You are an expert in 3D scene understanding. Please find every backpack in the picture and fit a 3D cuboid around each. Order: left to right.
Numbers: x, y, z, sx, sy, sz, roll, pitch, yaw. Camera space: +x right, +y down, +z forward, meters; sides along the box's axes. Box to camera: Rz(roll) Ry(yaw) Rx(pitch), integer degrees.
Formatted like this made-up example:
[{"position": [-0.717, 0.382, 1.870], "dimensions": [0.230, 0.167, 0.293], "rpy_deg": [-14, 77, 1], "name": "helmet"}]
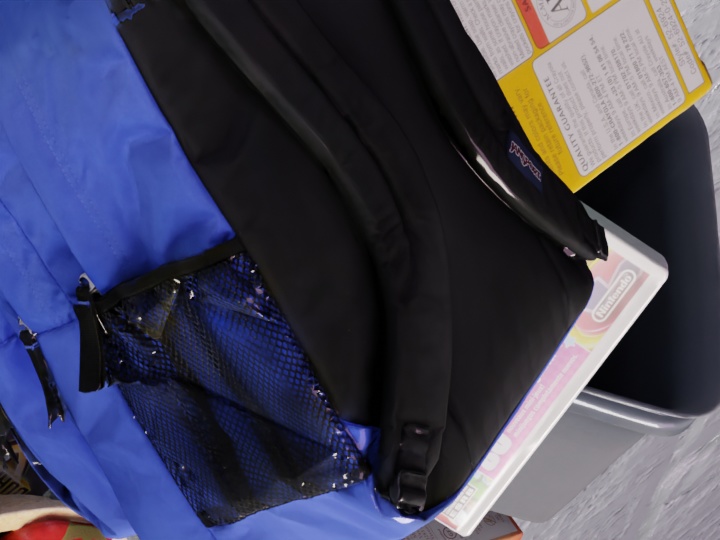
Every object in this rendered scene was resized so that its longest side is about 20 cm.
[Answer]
[{"position": [-0.053, -0.028, 0.640], "dimensions": [0.168, 0.200, 0.163], "rpy_deg": [-18, -161, 30], "name": "backpack"}]

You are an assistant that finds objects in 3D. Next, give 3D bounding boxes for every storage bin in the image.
[{"position": [0.069, 0.011, 1.014], "dimensions": [0.145, 0.200, 0.134], "rpy_deg": [16, 138, -16], "name": "storage bin"}]

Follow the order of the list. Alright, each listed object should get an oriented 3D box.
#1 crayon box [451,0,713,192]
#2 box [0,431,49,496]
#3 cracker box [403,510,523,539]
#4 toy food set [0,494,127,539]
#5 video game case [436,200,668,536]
[{"position": [0.026, -0.073, 0.796], "dimensions": [0.200, 0.126, 0.052], "rpy_deg": [-36, -161, -31], "name": "crayon box"}, {"position": [-0.212, 0.089, 0.825], "dimensions": [0.198, 0.050, 0.200], "rpy_deg": [-44, 156, -8], "name": "box"}, {"position": [-0.035, 0.167, 1.028], "dimensions": [0.200, 0.058, 0.134], "rpy_deg": [-13, 144, -34], "name": "cracker box"}, {"position": [-0.174, 0.160, 0.856], "dimensions": [0.198, 0.049, 0.200], "rpy_deg": [-15, 148, -37], "name": "toy food set"}, {"position": [0.000, 0.000, 0.875], "dimensions": [0.143, 0.200, 0.018], "rpy_deg": [-54, -171, 19], "name": "video game case"}]
